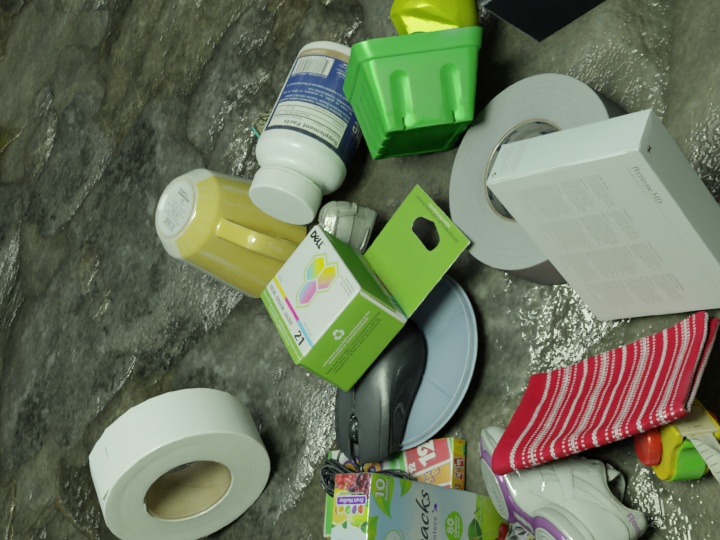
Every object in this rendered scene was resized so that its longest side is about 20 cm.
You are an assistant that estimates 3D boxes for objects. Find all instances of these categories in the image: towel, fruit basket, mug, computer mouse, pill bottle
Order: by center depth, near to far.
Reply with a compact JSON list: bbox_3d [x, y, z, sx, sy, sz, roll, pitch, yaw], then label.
[{"bbox_3d":[0.211,0.109,1.012,0.200,0.023,0.145,-27,16,39],"label":"towel"},{"bbox_3d":[0.012,0.140,1.200,0.138,0.053,0.201,0,73,47],"label":"computer mouse"},{"bbox_3d":[0.059,-0.235,1.231,0.216,0.155,0.217,172,90,-85],"label":"fruit basket"},{"bbox_3d":[-0.056,-0.159,1.359,0.111,0.111,0.201,-4,56,46],"label":"pill bottle"},{"bbox_3d":[-0.158,-0.061,1.434,0.186,0.153,0.150,-21,60,40],"label":"mug"}]

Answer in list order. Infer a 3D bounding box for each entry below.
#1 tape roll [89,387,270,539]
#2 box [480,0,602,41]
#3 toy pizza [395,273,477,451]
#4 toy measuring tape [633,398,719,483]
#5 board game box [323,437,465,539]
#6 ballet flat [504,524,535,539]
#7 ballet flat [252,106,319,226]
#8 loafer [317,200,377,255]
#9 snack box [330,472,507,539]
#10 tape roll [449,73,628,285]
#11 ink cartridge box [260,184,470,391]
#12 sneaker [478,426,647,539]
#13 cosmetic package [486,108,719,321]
[{"bbox_3d":[-0.210,0.231,1.344,0.203,0.202,0.071,-50,46,21],"label":"tape roll"},{"bbox_3d":[0.216,-0.375,1.192,0.200,0.104,0.183,-28,58,37],"label":"box"},{"bbox_3d":[0.052,0.096,1.241,0.200,0.032,0.201,-21,59,39],"label":"toy pizza"},{"bbox_3d":[0.270,0.155,0.936,0.074,0.073,0.200,-57,15,14],"label":"toy measuring tape"},{"bbox_3d":[0.027,0.234,1.225,0.199,0.030,0.096,-16,63,45],"label":"board game box"},{"bbox_3d":[0.141,0.316,1.042,0.072,0.072,0.202,-10,68,44],"label":"ballet flat"},{"bbox_3d":[-0.079,-0.145,1.454,0.075,0.068,0.200,-36,48,12],"label":"ballet flat"},{"bbox_3d":[-0.023,0.021,1.325,0.070,0.069,0.201,-122,41,-71],"label":"loafer"},{"bbox_3d":[0.056,0.268,1.050,0.053,0.199,0.143,-13,66,42],"label":"snack box"},{"bbox_3d":[0.184,-0.090,1.150,0.200,0.066,0.201,-18,64,42],"label":"tape roll"},{"bbox_3d":[0.000,0.000,1.200,0.200,0.076,0.148,-51,33,11],"label":"ink cartridge box"},{"bbox_3d":[0.179,0.200,1.051,0.200,0.099,0.075,44,153,55],"label":"sneaker"},{"bbox_3d":[0.225,-0.040,0.987,0.150,0.200,0.052,-7,47,45],"label":"cosmetic package"}]
